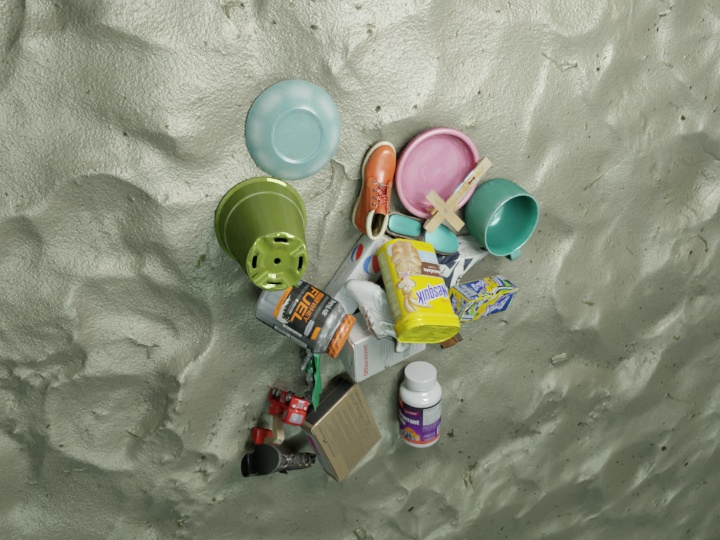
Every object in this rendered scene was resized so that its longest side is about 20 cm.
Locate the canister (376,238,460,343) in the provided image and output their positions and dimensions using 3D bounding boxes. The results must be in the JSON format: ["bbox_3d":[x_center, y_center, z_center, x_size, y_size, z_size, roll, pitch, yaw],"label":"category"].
[{"bbox_3d":[0.118,0.042,1.386,0.146,0.204,0.086,6,148,-36],"label":"canister"}]

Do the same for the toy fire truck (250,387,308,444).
[{"bbox_3d":[-0.191,0.353,1.545,0.048,0.199,0.144,17,82,-26],"label":"toy fire truck"}]

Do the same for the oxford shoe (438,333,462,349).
[{"bbox_3d":[0.182,0.136,1.600,0.071,0.072,0.200,-35,132,7],"label":"oxford shoe"}]

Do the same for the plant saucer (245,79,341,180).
[{"bbox_3d":[-0.128,-0.270,1.302,0.196,0.039,0.205,-8,119,-15],"label":"plant saucer"}]

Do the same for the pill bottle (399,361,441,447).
[{"bbox_3d":[0.152,0.339,1.681,0.109,0.112,0.204,-10,119,-14],"label":"pill bottle"}]

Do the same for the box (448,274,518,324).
[{"bbox_3d":[0.286,0.067,1.568,0.197,0.064,0.071,-10,132,-42],"label":"box"}]

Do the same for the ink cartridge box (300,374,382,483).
[{"bbox_3d":[-0.049,0.388,1.622,0.164,0.074,0.203,-40,126,-26],"label":"ink cartridge box"}]

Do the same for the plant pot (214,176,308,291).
[{"bbox_3d":[-0.182,-0.057,1.305,0.195,0.191,0.204,-8,120,-14],"label":"plant pot"}]

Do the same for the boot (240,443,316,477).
[{"bbox_3d":[-0.182,0.458,1.595,0.171,0.071,0.199,7,157,-33],"label":"boot"}]

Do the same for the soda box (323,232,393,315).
[{"bbox_3d":[0.000,0.000,1.476,0.067,0.064,0.202,28,104,-30],"label":"soda box"}]

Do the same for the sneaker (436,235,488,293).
[{"bbox_3d":[0.216,0.004,1.555,0.197,0.079,0.131,-30,144,-26],"label":"sneaker"}]

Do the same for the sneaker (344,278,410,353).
[{"bbox_3d":[0.041,0.095,1.417,0.199,0.075,0.088,39,74,-1],"label":"sneaker"}]

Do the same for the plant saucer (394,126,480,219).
[{"bbox_3d":[0.162,-0.215,1.430,0.196,0.051,0.205,-9,120,-15],"label":"plant saucer"}]

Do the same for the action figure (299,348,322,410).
[{"bbox_3d":[-0.116,0.210,1.533,0.053,0.118,0.205,-2,109,-5],"label":"action figure"}]

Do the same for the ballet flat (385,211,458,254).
[{"bbox_3d":[0.130,-0.087,1.476,0.197,0.067,0.070,21,82,-23],"label":"ballet flat"}]

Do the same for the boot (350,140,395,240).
[{"bbox_3d":[0.041,-0.165,1.380,0.073,0.108,0.204,6,113,-20],"label":"boot"}]

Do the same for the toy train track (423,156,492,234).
[{"bbox_3d":[0.206,-0.165,1.427,0.114,0.033,0.201,41,92,-25],"label":"toy train track"}]

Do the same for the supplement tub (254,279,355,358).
[{"bbox_3d":[-0.116,0.095,1.401,0.197,0.123,0.124,29,108,6],"label":"supplement tub"}]

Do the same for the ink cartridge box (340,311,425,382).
[{"bbox_3d":[0.052,0.153,1.526,0.197,0.085,0.148,-24,139,-21],"label":"ink cartridge box"}]

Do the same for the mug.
[{"bbox_3d":[0.306,-0.115,1.490,0.149,0.115,0.188,-6,125,-28],"label":"mug"}]
